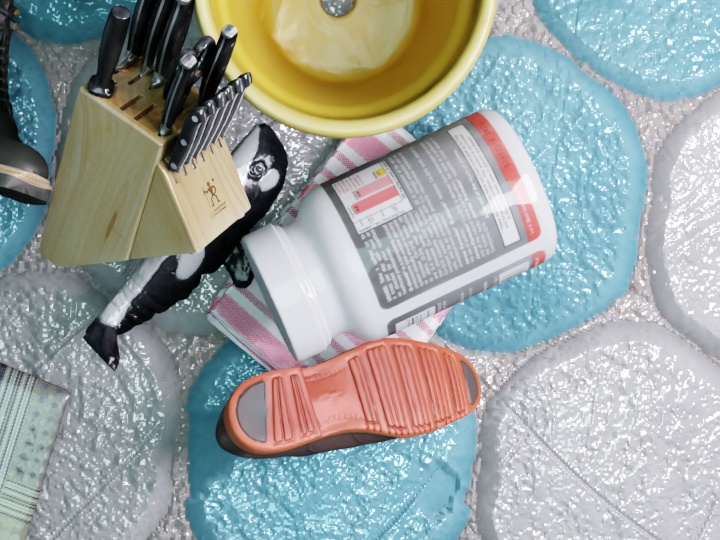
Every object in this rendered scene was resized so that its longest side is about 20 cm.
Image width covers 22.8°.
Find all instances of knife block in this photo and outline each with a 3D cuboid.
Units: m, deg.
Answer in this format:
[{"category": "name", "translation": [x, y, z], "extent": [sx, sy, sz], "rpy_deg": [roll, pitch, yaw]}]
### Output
[{"category": "knife block", "translation": [-0.152, -0.098, 1.154], "extent": [0.199, 0.064, 0.177], "rpy_deg": [-5, 115, 39]}]

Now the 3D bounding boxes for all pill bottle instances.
[{"category": "pill bottle", "translation": [0.026, -0.022, 1.240], "extent": [0.198, 0.116, 0.117], "rpy_deg": [-25, 93, -6]}]

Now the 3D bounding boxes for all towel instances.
[{"category": "towel", "translation": [0.000, 0.000, 1.310], "extent": [0.146, 0.030, 0.201], "rpy_deg": [39, 91, -4]}, {"category": "towel", "translation": [-0.329, 0.150, 1.312], "extent": [0.191, 0.035, 0.202], "rpy_deg": [19, 90, -6]}]

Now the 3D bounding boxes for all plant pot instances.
[{"category": "plant pot", "translation": [-0.013, -0.191, 1.221], "extent": [0.198, 0.189, 0.203], "rpy_deg": [0, 93, -2]}]

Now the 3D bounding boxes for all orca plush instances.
[{"category": "orca plush", "translation": [-0.109, -0.006, 1.266], "extent": [0.071, 0.105, 0.201], "rpy_deg": [39, 82, -8]}]

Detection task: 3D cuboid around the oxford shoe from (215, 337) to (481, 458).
[{"category": "oxford shoe", "translation": [-0.010, 0.094, 1.277], "extent": [0.198, 0.073, 0.072], "rpy_deg": [-5, 73, -22]}]

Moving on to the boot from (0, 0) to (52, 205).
[{"category": "boot", "translation": [-0.257, -0.132, 1.226], "extent": [0.077, 0.199, 0.139], "rpy_deg": [26, 88, -48]}]
